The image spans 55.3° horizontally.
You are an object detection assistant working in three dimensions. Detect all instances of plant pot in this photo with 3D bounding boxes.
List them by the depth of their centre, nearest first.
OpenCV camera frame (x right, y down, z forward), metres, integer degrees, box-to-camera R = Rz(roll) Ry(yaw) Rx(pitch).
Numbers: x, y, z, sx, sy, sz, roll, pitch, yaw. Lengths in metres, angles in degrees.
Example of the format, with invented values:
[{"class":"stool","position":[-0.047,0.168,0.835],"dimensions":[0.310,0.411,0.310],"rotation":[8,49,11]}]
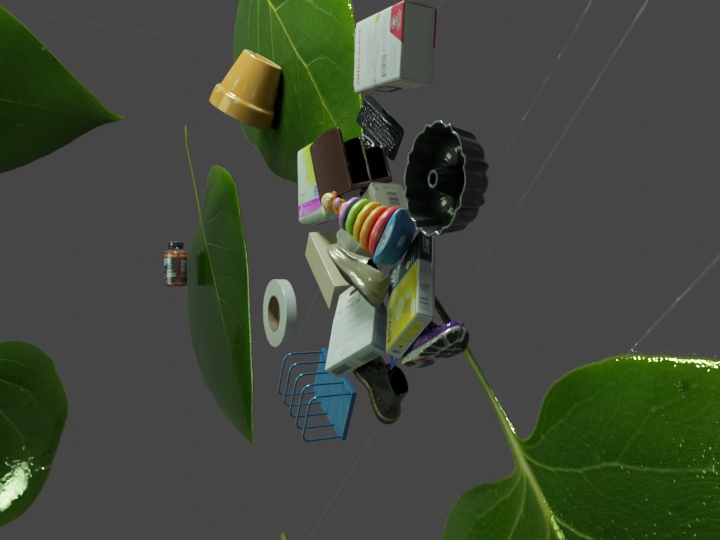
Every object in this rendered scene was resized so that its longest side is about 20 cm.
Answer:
[{"class":"plant pot","position":[-0.330,-0.554,2.080],"dimensions":[0.185,0.198,0.200],"rotation":[-61,36,16]}]

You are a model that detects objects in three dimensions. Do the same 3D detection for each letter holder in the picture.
[{"class":"letter holder","position":[-0.028,-0.239,1.515],"dimensions":[0.200,0.099,0.144],"rotation":[-9,95,68]}]

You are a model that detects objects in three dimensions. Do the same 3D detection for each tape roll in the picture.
[{"class":"tape roll","position":[-0.242,0.127,2.047],"dimensions":[0.202,0.037,0.206],"rotation":[-3,86,63]}]

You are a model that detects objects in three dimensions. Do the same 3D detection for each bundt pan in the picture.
[{"class":"bundt pan","position":[0.158,-0.161,1.227],"dimensions":[0.201,0.075,0.205],"rotation":[3,93,63]}]

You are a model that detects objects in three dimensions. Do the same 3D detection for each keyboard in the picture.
[{"class":"keyboard","position":[0.028,-0.308,1.521],"dimensions":[0.201,0.039,0.105],"rotation":[57,137,48]}]

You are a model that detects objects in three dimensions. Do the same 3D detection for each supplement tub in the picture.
[{"class":"supplement tub","position":[-0.846,-0.030,3.148],"dimensions":[0.107,0.106,0.203],"rotation":[3,92,62]}]

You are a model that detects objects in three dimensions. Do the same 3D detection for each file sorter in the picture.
[{"class":"file sorter","position":[-0.114,0.307,1.706],"dimensions":[0.200,0.121,0.141],"rotation":[47,130,53]}]

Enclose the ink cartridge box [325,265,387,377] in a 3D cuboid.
[{"class":"ink cartridge box","position":[0.000,0.110,1.463],"dimensions":[0.160,0.047,0.202],"rotation":[-36,33,42]}]

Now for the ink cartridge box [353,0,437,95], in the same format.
[{"class":"ink cartridge box","position":[0.067,-0.444,1.397],"dimensions":[0.199,0.084,0.150],"rotation":[14,103,63]}]

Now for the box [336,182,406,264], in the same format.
[{"class":"box","position":[0.025,-0.092,1.483],"dimensions":[0.200,0.077,0.096],"rotation":[-50,48,51]}]

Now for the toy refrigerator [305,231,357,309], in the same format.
[{"class":"toy refrigerator","position":[-0.070,-0.004,1.683],"dimensions":[0.201,0.069,0.077],"rotation":[-117,31,-43]}]

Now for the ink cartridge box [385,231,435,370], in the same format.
[{"class":"ink cartridge box","position":[0.086,0.059,1.340],"dimensions":[0.201,0.046,0.200],"rotation":[126,156,-46]}]

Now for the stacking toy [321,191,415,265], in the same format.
[{"class":"stacking toy","position":[0.001,-0.102,1.344],"dimensions":[0.199,0.109,0.117],"rotation":[31,101,23]}]

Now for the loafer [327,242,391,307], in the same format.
[{"class":"loafer","position":[0.000,0.000,1.432],"dimensions":[0.200,0.068,0.076],"rotation":[46,172,40]}]

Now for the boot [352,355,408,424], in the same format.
[{"class":"boot","position":[0.043,0.200,1.430],"dimensions":[0.201,0.077,0.139],"rotation":[59,154,25]}]

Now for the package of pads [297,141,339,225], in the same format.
[{"class":"package of pads","position":[-0.103,-0.223,1.746],"dimensions":[0.154,0.067,0.203],"rotation":[-10,81,61]}]

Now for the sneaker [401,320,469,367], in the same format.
[{"class":"sneaker","position":[0.129,0.124,1.287],"dimensions":[0.200,0.080,0.085],"rotation":[144,127,-58]}]
